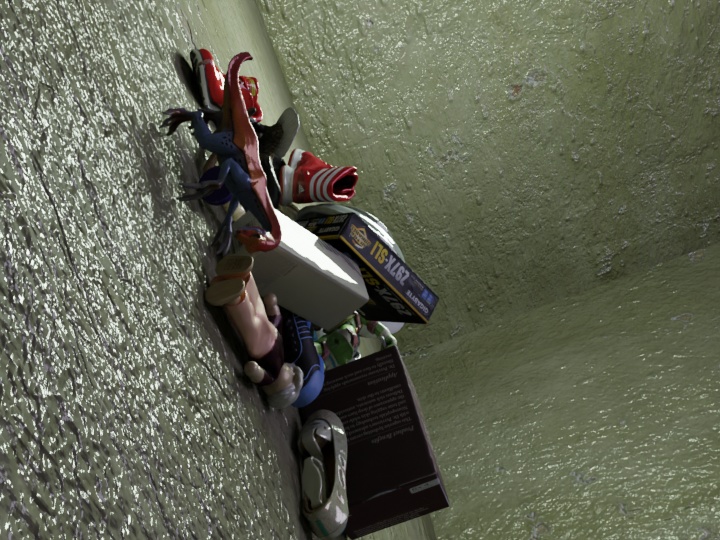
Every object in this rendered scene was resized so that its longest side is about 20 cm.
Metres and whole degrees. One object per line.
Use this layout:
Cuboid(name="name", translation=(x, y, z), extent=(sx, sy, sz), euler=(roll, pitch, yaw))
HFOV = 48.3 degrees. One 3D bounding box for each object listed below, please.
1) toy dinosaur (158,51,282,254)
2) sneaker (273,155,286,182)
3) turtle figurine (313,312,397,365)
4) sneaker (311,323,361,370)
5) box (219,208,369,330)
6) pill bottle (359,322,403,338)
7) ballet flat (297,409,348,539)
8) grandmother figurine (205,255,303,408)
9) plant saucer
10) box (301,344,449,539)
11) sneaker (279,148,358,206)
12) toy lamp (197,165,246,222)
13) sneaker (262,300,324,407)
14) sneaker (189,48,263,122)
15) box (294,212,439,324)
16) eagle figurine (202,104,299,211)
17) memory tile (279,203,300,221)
Cuboid(name="toy dinosaur", translation=(-0.133, -0.112, 0.859), extent=(0.181, 0.202, 0.105), euler=(39, 11, 16))
Cuboid(name="sneaker", translation=(-0.149, -0.137, 1.250), extent=(0.074, 0.079, 0.203), euler=(66, 6, -56))
Cuboid(name="turtle figurine", translation=(-0.019, 0.140, 1.302), extent=(0.193, 0.141, 0.205), euler=(-23, 124, -68))
Cuboid(name="sneaker", translation=(-0.047, 0.126, 1.516), extent=(0.201, 0.085, 0.076), euler=(65, 8, -57))
Cuboid(name="box", translation=(-0.081, -0.001, 1.018), extent=(0.199, 0.081, 0.069), euler=(34, 29, -46))
Cuboid(name="pill bottle", translation=(-0.001, 0.072, 1.589), extent=(0.198, 0.111, 0.115), euler=(4, -60, 53))
Cuboid(name="ballet flat", translation=(-0.049, 0.236, 1.001), extent=(0.063, 0.066, 0.202), euler=(56, 11, -36))
Cuboid(name="grandmother figurine", translation=(-0.113, 0.077, 0.902), extent=(0.123, 0.059, 0.203), euler=(-66, 149, -44))
Cuboid(name="plant saucer", translation=(-0.005, -0.045, 1.217), extent=(0.197, 0.051, 0.201), euler=(28, -22, 12))
Cuboid(name="box", translation=(0.019, 0.252, 1.169), extent=(0.165, 0.162, 0.204), euler=(67, 5, -58))
Cuboid(name="sneaker", translation=(-0.058, -0.136, 1.234), extent=(0.201, 0.112, 0.080), euler=(-79, 174, -68))
Cuboid(name="toy lamp", translation=(-0.148, -0.060, 1.033), extent=(0.201, 0.057, 0.059), euler=(67, 5, -60))
Cuboid(name="sneaker", translation=(-0.098, 0.086, 1.059), extent=(0.078, 0.069, 0.202), euler=(51, 15, -38))
Cuboid(name="sneaker", translation=(-0.195, -0.274, 1.194), extent=(0.200, 0.083, 0.079), euler=(63, 8, -72))
Cuboid(name="box", translation=(0.000, 0.000, 1.175), extent=(0.200, 0.050, 0.158), euler=(44, -26, -27))
Cuboid(name="eagle figurine", translation=(-0.144, -0.159, 1.093), extent=(0.152, 0.151, 0.200), euler=(50, -1, 24))
Cuboid(name="memory tile", translation=(-0.081, -0.045, 1.366), extent=(0.200, 0.017, 0.152), euler=(48, -16, -21))
